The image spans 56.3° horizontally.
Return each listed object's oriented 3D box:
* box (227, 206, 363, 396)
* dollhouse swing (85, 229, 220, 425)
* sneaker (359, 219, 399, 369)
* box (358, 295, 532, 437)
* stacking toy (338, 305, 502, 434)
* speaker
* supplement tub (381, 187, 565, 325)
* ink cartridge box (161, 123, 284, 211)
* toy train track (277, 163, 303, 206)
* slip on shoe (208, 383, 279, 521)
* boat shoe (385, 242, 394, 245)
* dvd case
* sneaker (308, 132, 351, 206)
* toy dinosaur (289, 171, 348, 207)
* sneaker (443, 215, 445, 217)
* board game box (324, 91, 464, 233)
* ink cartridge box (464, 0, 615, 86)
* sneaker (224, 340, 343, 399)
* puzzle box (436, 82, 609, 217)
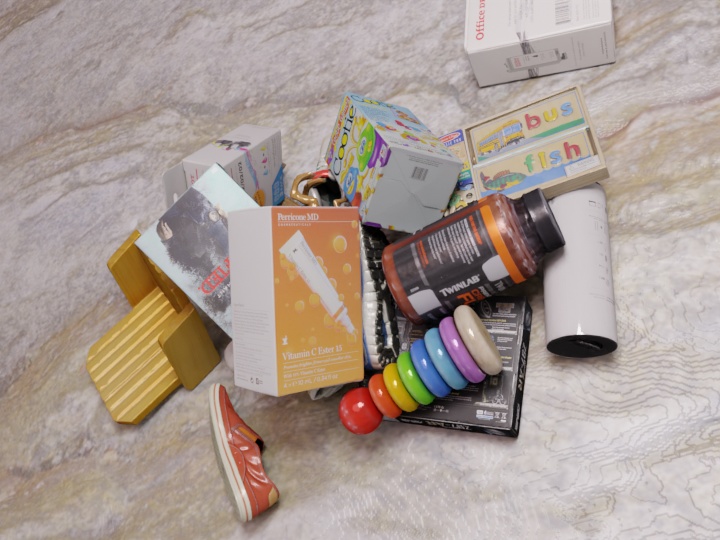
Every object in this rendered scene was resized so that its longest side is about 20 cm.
[{"bbox_3d":[-0.073,0.030,0.774,0.097,0.123,0.203,1,94,50],"label":"box"},{"bbox_3d":[-0.336,0.089,0.986,0.175,0.183,0.200,-32,53,-17],"label":"dollhouse swing"},{"bbox_3d":[-0.009,0.024,0.843,0.088,0.078,0.203,-11,73,29],"label":"sneaker"},{"bbox_3d":[0.102,0.109,0.829,0.198,0.044,0.162,0,65,26],"label":"box"},{"bbox_3d":[0.058,0.124,0.771,0.199,0.085,0.086,-32,55,13],"label":"stacking toy"},{"bbox_3d":[0.254,-0.002,0.789,0.080,0.081,0.202,-7,63,23],"label":"speaker"},{"bbox_3d":[0.130,-0.020,0.779,0.198,0.107,0.108,-26,56,19],"label":"supplement tub"},{"bbox_3d":[-0.184,-0.117,0.945,0.067,0.116,0.200,13,34,20],"label":"ink cartridge box"},{"bbox_3d":[-0.127,-0.104,1.060,0.199,0.033,0.115,31,74,28],"label":"toy train track"},{"bbox_3d":[-0.160,0.232,0.889,0.061,0.075,0.201,-13,46,-21],"label":"slip on shoe"},{"bbox_3d":[0.000,0.000,0.918,0.198,0.071,0.063,-4,73,21],"label":"boat shoe"},{"bbox_3d":[-0.160,-0.015,0.846,0.200,0.022,0.146,45,82,-4],"label":"dvd case"},{"bbox_3d":[-0.036,-0.139,0.992,0.070,0.093,0.202,-15,60,18],"label":"sneaker"},{"bbox_3d":[-0.071,-0.069,0.882,0.197,0.060,0.108,-6,84,-11],"label":"toy dinosaur"},{"bbox_3d":[0.128,-0.095,0.890,0.199,0.076,0.088,28,60,33],"label":"sneaker"},{"bbox_3d":[0.035,-0.142,0.878,0.201,0.104,0.104,-117,42,-54],"label":"board game box"},{"bbox_3d":[0.258,-0.363,0.969,0.198,0.083,0.148,-4,64,23],"label":"ink cartridge box"},{"bbox_3d":[-0.091,0.123,0.898,0.198,0.074,0.117,-24,54,12],"label":"sneaker"},{"bbox_3d":[0.190,-0.140,0.831,0.198,0.025,0.134,-19,57,20],"label":"puzzle box"}]
